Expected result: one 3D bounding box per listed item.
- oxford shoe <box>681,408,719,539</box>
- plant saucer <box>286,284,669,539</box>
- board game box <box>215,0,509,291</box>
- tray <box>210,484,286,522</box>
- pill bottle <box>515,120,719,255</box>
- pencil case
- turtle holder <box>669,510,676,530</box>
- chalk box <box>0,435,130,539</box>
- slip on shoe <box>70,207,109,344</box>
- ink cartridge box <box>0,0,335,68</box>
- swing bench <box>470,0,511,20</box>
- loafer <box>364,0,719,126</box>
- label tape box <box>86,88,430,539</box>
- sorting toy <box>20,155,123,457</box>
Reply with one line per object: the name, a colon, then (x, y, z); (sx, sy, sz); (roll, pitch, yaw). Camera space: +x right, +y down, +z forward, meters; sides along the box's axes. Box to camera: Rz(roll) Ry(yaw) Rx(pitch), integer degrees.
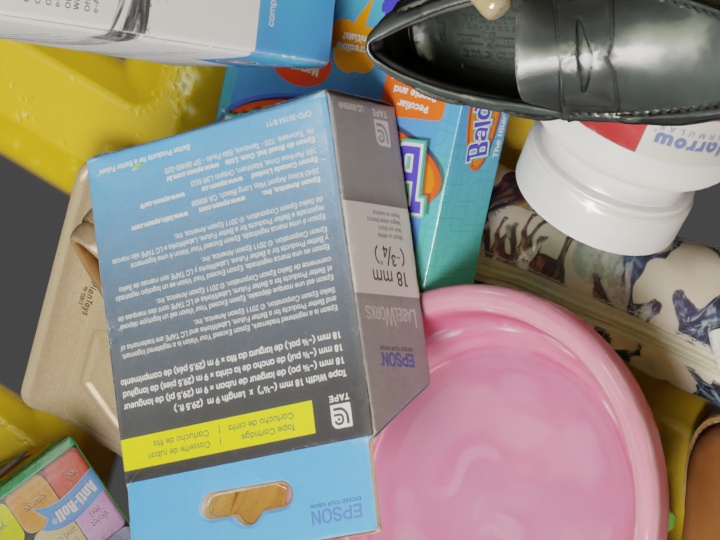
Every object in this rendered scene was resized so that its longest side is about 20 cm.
oxford shoe: (0.192, 0.169, 1.212); (0.071, 0.071, 0.202); (6, 114, 30)
plant saucer: (0.058, 0.109, 1.103); (0.199, 0.051, 0.202); (-3, 84, 34)
board game box: (0.006, -0.107, 1.150); (0.151, 0.045, 0.202); (20, 104, 36)
tray: (-0.055, 0.141, 1.303); (0.098, 0.037, 0.200); (23, 150, 4)
pill bottle: (0.143, -0.111, 1.079); (0.112, 0.112, 0.201); (31, 125, 14)
pencil case: (0.131, 0.013, 1.160); (0.199, 0.089, 0.078); (22, 105, 21)
turtle holder: (0.071, 0.126, 1.206); (0.141, 0.132, 0.185); (-43, 132, 7)
chalk box: (-0.197, 0.184, 1.372); (0.124, 0.124, 0.200); (56, 152, -4)
slip on shoe: (-0.105, 0.034, 1.254); (0.076, 0.060, 0.201); (33, 148, 33)
ink cartridge box: (-0.130, -0.147, 1.102); (0.145, 0.199, 0.084); (9, 93, 52)
swing bench: (0.059, -0.254, 0.984); (0.198, 0.130, 0.200); (-38, 57, 1)
loafer: (0.091, -0.091, 1.006); (0.199, 0.070, 0.069); (8, 112, 38)
label tape box: (-0.046, 0.031, 1.111); (0.143, 0.063, 0.202); (-13, 80, 31)
sorting toy: (-0.086, 0.047, 1.344); (0.199, 0.036, 0.186); (27, 124, 11)
